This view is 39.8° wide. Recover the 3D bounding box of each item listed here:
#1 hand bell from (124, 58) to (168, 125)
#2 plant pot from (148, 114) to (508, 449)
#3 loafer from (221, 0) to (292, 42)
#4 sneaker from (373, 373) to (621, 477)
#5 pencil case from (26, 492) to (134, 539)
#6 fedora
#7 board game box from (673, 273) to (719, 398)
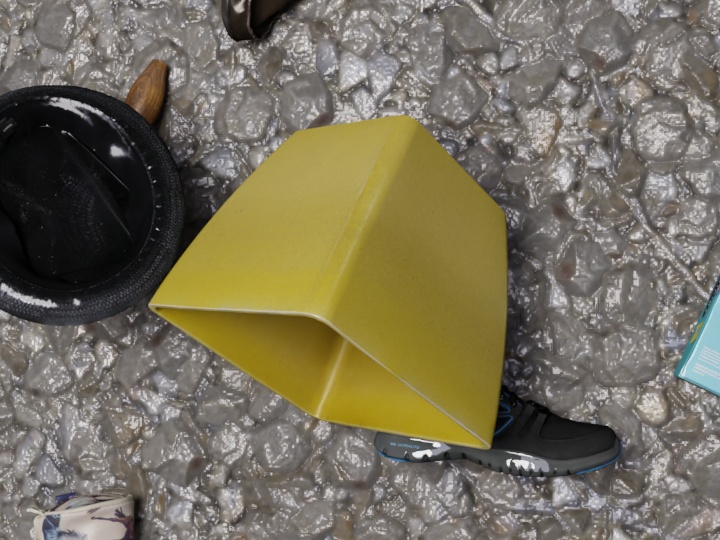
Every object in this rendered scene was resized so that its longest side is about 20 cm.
[{"bbox_3d":[-0.213,-0.095,0.881,0.102,0.104,0.203,16,78,12],"label":"hand bell"},{"bbox_3d":[0.000,0.000,0.744,0.198,0.199,0.179,1,61,47],"label":"plant pot"},{"bbox_3d":[-0.049,-0.280,0.856,0.071,0.073,0.202,33,92,14],"label":"loafer"},{"bbox_3d":[0.108,0.118,0.793,0.196,0.073,0.084,4,85,11],"label":"sneaker"},{"bbox_3d":[-0.236,0.294,0.846,0.088,0.078,0.204,-1,85,-9],"label":"pencil case"},{"bbox_3d":[-0.228,-0.040,0.771,0.197,0.092,0.204,5,66,-10],"label":"fedora"},{"bbox_3d":[0.353,0.023,0.763,0.149,0.047,0.203,26,91,13],"label":"board game box"}]
